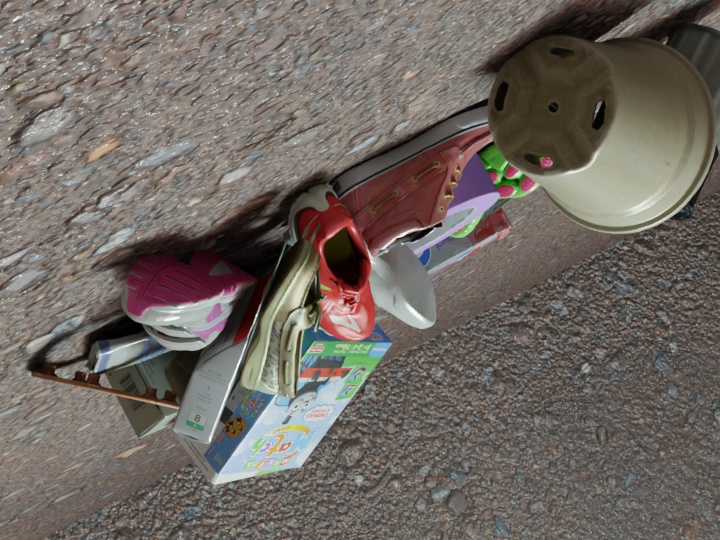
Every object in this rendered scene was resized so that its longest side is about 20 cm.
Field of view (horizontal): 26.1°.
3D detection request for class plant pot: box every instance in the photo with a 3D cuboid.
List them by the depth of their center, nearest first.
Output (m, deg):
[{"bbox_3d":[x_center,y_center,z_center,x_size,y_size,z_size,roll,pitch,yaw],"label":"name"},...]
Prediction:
[{"bbox_3d":[0.220,-0.145,1.503,0.200,0.201,0.183,-32,160,24],"label":"plant pot"}]

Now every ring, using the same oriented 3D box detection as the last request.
[{"bbox_3d":[-0.257,0.128,1.686,0.199,0.019,0.200,12,173,1],"label":"ring"}]

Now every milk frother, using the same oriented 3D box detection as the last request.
[{"bbox_3d":[0.311,-0.190,1.703,0.189,0.180,0.200,-62,144,-11],"label":"milk frother"}]

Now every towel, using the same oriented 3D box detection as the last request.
[{"bbox_3d":[-0.211,0.070,1.747,0.199,0.024,0.147,-19,172,-15],"label":"towel"}]

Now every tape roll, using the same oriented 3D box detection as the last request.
[{"bbox_3d":[0.060,-0.066,1.799,0.199,0.066,0.200,-28,171,-5],"label":"tape roll"}]

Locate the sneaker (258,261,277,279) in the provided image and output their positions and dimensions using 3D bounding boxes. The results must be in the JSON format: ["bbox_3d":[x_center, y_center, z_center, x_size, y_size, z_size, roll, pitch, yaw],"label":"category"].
[{"bbox_3d":[-0.054,0.009,1.871,0.199,0.077,0.080,-13,-176,-44],"label":"sneaker"}]

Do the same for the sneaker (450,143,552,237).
[{"bbox_3d":[0.165,-0.115,1.891,0.200,0.077,0.084,-33,-171,44],"label":"sneaker"}]

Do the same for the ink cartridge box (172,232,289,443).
[{"bbox_3d":[-0.130,0.055,1.600,0.161,0.050,0.201,-75,-175,-65],"label":"ink cartridge box"}]

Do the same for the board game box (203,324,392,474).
[{"bbox_3d":[-0.069,0.144,1.752,0.151,0.037,0.200,4,128,-54],"label":"board game box"}]

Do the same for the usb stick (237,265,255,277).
[{"bbox_3d":[-0.173,0.021,1.646,0.055,0.033,0.200,-33,172,21],"label":"usb stick"}]

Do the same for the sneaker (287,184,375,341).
[{"bbox_3d":[-0.021,0.008,1.577,0.077,0.085,0.201,-32,134,-15],"label":"sneaker"}]

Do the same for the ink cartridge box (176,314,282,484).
[{"bbox_3d":[-0.104,0.147,1.842,0.145,0.084,0.200,-3,134,-51],"label":"ink cartridge box"}]

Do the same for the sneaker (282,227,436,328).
[{"bbox_3d":[0.000,0.000,1.691,0.088,0.200,0.075,-28,-147,32],"label":"sneaker"}]

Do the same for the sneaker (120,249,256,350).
[{"bbox_3d":[-0.170,0.039,1.488,0.089,0.081,0.200,-64,162,12],"label":"sneaker"}]

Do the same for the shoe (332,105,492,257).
[{"bbox_3d":[0.076,-0.091,1.596,0.199,0.091,0.071,-27,172,-13],"label":"shoe"}]

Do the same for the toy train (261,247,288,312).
[{"bbox_3d":[-0.085,0.033,1.699,0.057,0.042,0.200,-57,-169,19],"label":"toy train"}]

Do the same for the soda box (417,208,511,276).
[{"bbox_3d":[0.102,-0.037,2.098,0.199,0.070,0.063,-29,171,3],"label":"soda box"}]

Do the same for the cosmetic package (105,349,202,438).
[{"bbox_3d":[-0.203,0.117,1.895,0.200,0.106,0.071,-23,170,-45],"label":"cosmetic package"}]

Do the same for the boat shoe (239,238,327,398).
[{"bbox_3d":[-0.068,0.049,1.550,0.073,0.062,0.200,-70,-178,-45],"label":"boat shoe"}]
